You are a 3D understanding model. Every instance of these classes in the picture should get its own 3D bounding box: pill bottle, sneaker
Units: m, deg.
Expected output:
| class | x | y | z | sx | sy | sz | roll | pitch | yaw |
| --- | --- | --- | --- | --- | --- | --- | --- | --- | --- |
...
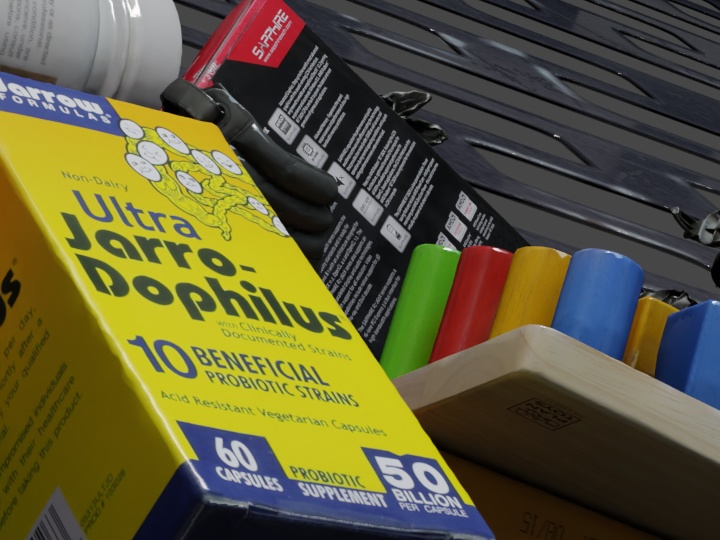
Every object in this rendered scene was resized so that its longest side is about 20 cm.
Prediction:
| class | x | y | z | sx | sy | sz | roll | pitch | yaw |
| --- | --- | --- | --- | --- | --- | --- | --- | --- | --- |
| pill bottle | -0.184 | -0.113 | 1.348 | 0.199 | 0.115 | 0.114 | 10 | 19 | -45 |
| sneaker | -0.097 | -0.030 | 1.001 | 0.199 | 0.100 | 0.071 | 21 | 3 | -22 |

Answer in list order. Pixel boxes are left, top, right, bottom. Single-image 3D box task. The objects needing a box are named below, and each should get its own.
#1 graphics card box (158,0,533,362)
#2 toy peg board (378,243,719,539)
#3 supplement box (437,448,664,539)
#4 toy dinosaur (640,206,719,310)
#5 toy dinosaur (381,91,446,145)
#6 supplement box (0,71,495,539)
| class | x | y | z | sx | sy | sz | roll | pitch | yaw |
| --- | --- | --- | --- | --- | --- | --- | --- | --- | --- |
| graphics card box | 0.000 | 0.000 | 1.128 | 0.200 | 0.051 | 0.126 | 43 | 39 | -12 |
| toy peg board | 0.100 | 0.051 | 1.002 | 0.199 | 0.098 | 0.199 | 26 | -24 | -20 |
| supplement box | 0.055 | 0.113 | 0.965 | 0.199 | 0.067 | 0.069 | 22 | -22 | -9 |
| toy dinosaur | 0.181 | 0.044 | 1.456 | 0.199 | 0.103 | 0.136 | 5 | -36 | 17 |
| toy dinosaur | -0.035 | -0.013 | 1.256 | 0.199 | 0.103 | 0.136 | 7 | -19 | -23 |
| supplement box | -0.068 | 0.046 | 0.861 | 0.108 | 0.110 | 0.200 | 12 | 30 | -40 |
